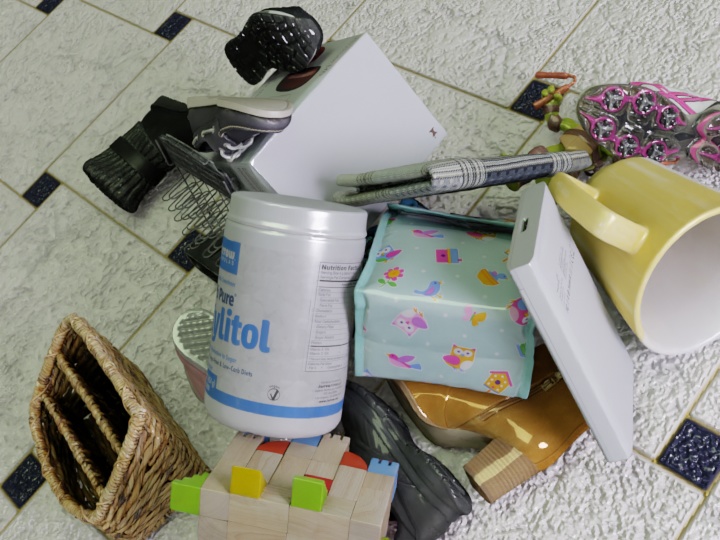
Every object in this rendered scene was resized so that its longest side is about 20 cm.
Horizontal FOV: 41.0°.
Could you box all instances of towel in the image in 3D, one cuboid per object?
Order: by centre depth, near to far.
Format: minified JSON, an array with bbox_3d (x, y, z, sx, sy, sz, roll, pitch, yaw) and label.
[{"bbox_3d":[0.089,-0.092,0.925,0.190,0.035,0.199,-10,3,-30],"label":"towel"}]

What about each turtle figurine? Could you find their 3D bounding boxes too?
[{"bbox_3d":[0.223,-0.134,1.028,0.160,0.065,0.200,-32,57,-26],"label":"turtle figurine"}]

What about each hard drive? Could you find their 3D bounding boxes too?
[{"bbox_3d":[0.182,0.042,0.812,0.026,0.202,0.132,-19,25,26],"label":"hard drive"}]

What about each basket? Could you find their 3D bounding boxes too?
[{"bbox_3d":[-0.279,0.171,1.003,0.142,0.150,0.200,-41,50,-7],"label":"basket"}]

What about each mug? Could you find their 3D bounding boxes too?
[{"bbox_3d":[0.264,-0.041,0.877,0.148,0.188,0.154,-33,40,-2],"label":"mug"}]

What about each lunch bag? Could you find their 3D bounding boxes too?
[{"bbox_3d":[0.091,0.008,0.900,0.167,0.124,0.201,8,37,11],"label":"lunch bag"}]

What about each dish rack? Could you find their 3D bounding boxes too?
[{"bbox_3d":[-0.168,-0.057,1.084,0.055,0.201,0.152,-43,48,-20],"label":"dish rack"}]

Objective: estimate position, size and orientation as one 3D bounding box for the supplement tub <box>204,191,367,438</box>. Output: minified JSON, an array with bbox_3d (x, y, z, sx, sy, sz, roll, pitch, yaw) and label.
[{"bbox_3d":[-0.068,0.037,0.873,0.130,0.131,0.204,12,98,32],"label":"supplement tub"}]

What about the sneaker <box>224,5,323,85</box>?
[{"bbox_3d":[-0.083,-0.272,1.077,0.088,0.076,0.199,-44,22,-19],"label":"sneaker"}]

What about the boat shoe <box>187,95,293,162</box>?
[{"bbox_3d":[-0.121,-0.141,0.963,0.072,0.064,0.199,-4,12,-30],"label":"boat shoe"}]

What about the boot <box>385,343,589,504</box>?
[{"bbox_3d":[0.120,0.111,0.912,0.143,0.071,0.201,-37,52,-11],"label":"boot"}]

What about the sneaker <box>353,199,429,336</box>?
[{"bbox_3d":[0.000,0.000,1.034,0.200,0.082,0.073,-42,51,-6],"label":"sneaker"}]

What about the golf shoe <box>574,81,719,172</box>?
[{"bbox_3d":[0.295,-0.147,0.959,0.197,0.074,0.092,10,24,-17],"label":"golf shoe"}]

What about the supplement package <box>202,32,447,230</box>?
[{"bbox_3d":[-0.051,-0.136,1.070,0.192,0.147,0.199,-50,24,-14],"label":"supplement package"}]

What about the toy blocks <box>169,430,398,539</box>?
[{"bbox_3d":[-0.046,0.188,0.828,0.196,0.102,0.137,10,19,9],"label":"toy blocks"}]

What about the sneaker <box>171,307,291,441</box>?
[{"bbox_3d":[-0.117,0.128,1.015,0.200,0.105,0.075,41,67,11],"label":"sneaker"}]

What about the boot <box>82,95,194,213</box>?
[{"bbox_3d":[-0.260,-0.143,1.266,0.158,0.080,0.210,-47,39,-20],"label":"boot"}]

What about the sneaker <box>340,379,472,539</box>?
[{"bbox_3d":[0.015,0.180,0.906,0.091,0.076,0.200,-47,45,1],"label":"sneaker"}]
